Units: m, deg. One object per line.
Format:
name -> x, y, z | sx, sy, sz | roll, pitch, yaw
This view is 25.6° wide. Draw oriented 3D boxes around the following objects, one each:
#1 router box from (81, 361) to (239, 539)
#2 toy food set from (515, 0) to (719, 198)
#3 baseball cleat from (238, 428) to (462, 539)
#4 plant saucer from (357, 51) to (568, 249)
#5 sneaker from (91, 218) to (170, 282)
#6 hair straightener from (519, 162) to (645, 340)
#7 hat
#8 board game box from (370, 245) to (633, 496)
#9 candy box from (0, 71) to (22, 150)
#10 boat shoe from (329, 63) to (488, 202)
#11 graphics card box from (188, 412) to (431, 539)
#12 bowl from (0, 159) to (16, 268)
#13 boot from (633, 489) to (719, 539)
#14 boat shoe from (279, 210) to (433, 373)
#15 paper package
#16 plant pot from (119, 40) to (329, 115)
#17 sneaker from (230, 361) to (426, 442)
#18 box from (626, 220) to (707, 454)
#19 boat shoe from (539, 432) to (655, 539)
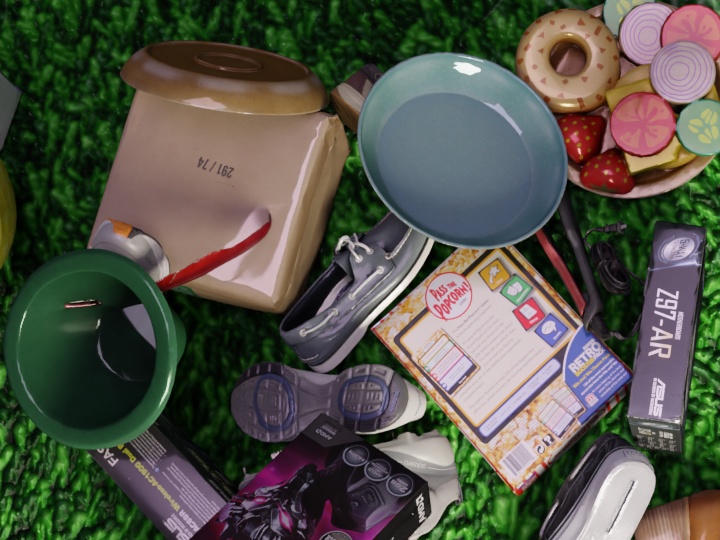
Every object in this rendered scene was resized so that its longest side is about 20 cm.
router box -> -0.174, 0.181, 1.424 | 0.200, 0.150, 0.062 | 43, 87, 17
toy food set -> 0.252, -0.167, 1.470 | 0.196, 0.049, 0.202 | -18, 73, 7
baseball cleat -> -0.005, 0.203, 1.404 | 0.197, 0.070, 0.108 | -12, 75, -9
plant saucer -> 0.089, -0.103, 1.430 | 0.197, 0.036, 0.202 | 6, 63, -13
sneaker -> -0.228, 0.043, 1.441 | 0.075, 0.201, 0.092 | 21, 47, 6
hair straightener -> 0.205, -0.020, 1.418 | 0.076, 0.041, 0.201 | -32, 52, 13
hat -> -0.183, 0.057, 1.388 | 0.198, 0.176, 0.168 | -14, 88, 24
board game box -> 0.130, 0.078, 1.438 | 0.151, 0.046, 0.200 | -42, 72, 0
candy box -> -0.462, -0.198, 1.566 | 0.198, 0.168, 0.072 | 15, 78, 16
boat shoe -> 0.060, -0.124, 1.486 | 0.199, 0.073, 0.065 | 40, 81, 12
graphics card box -> -0.050, 0.220, 1.291 | 0.125, 0.051, 0.200 | 30, 56, 32
bowl -> -0.409, -0.071, 1.543 | 0.198, 0.108, 0.203 | 7, 110, 19
boot -> 0.320, 0.284, 1.336 | 0.153, 0.074, 0.203 | -11, 76, 7
boat shoe -> 0.000, 0.000, 1.463 | 0.201, 0.062, 0.073 | -53, 29, 1
paper package -> -0.131, -0.069, 1.500 | 0.198, 0.103, 0.193 | 14, 80, 14
plant pot -> -0.125, -0.184, 1.481 | 0.198, 0.200, 0.028 | 15, 110, 15
sneaker -> -0.030, 0.126, 1.450 | 0.198, 0.087, 0.076 | 1, 78, 31
box -> 0.259, 0.062, 1.334 | 0.043, 0.200, 0.162 | 7, 78, 13
boat shoe -> 0.191, 0.234, 1.377 | 0.072, 0.071, 0.201 | 26, 104, -18
